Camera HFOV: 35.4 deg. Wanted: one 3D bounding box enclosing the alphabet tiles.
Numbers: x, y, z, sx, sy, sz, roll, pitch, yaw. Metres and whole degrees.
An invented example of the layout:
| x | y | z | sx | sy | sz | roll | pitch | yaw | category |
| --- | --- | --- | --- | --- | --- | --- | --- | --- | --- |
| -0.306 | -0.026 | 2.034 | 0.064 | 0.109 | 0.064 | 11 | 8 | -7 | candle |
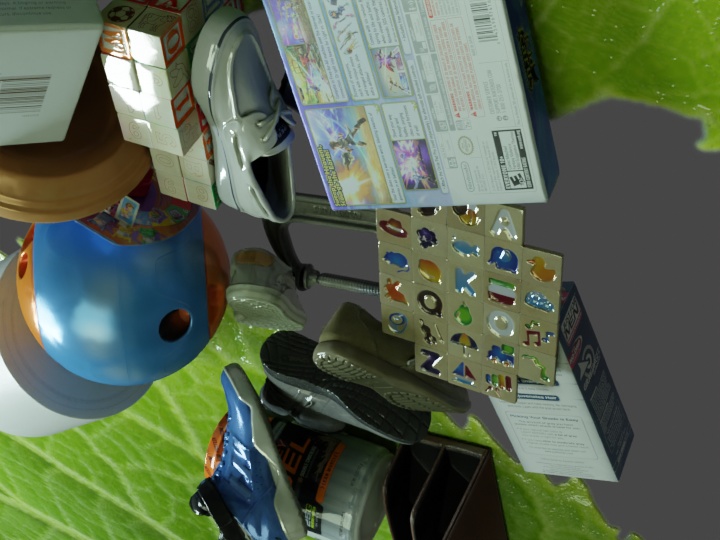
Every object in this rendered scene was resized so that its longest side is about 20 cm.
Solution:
| x | y | z | sx | sy | sz | roll | pitch | yaw | category |
| --- | --- | --- | --- | --- | --- | --- | --- | --- | --- |
| 0.088 | 0.021 | 0.943 | 0.165 | 0.006 | 0.201 | 16 | 130 | 26 | alphabet tiles |

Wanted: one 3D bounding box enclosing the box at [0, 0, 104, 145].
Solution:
| x | y | z | sx | sy | sz | roll | pitch | yaw | category |
| --- | --- | --- | --- | --- | --- | --- | --- | --- | --- |
| -0.285 | -0.218 | 0.855 | 0.152 | 0.106 | 0.201 | -49 | 57 | 53 | box |

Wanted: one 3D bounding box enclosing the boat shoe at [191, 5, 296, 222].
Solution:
| x | y | z | sx | sy | sz | roll | pitch | yaw | category |
| --- | --- | --- | --- | --- | --- | --- | --- | --- | --- |
| -0.084 | -0.116 | 0.896 | 0.065 | 0.072 | 0.201 | 26 | 140 | 23 | boat shoe |

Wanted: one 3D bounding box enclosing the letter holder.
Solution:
| x | y | z | sx | sy | sz | roll | pitch | yaw | category |
| --- | --- | --- | --- | --- | --- | --- | --- | --- | --- |
| 0.085 | 0.299 | 1.235 | 0.100 | 0.143 | 0.201 | 10 | 139 | 25 | letter holder |

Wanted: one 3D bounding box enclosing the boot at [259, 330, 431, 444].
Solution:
| x | y | z | sx | sy | sz | roll | pitch | yaw | category |
| --- | --- | --- | --- | --- | --- | --- | --- | --- | --- |
| -0.017 | 0.141 | 1.203 | 0.199 | 0.070 | 0.132 | 28 | 152 | 14 | boot |

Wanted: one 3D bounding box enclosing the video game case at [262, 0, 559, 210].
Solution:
| x | y | z | sx | sy | sz | roll | pitch | yaw | category |
| --- | --- | --- | --- | --- | --- | --- | --- | --- | --- |
| 0.037 | -0.141 | 0.820 | 0.180 | 0.046 | 0.201 | -1 | 125 | 26 | video game case |

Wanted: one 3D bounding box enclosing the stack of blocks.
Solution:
| x | y | z | sx | sy | sz | roll | pitch | yaw | category |
| --- | --- | --- | --- | --- | --- | --- | --- | --- | --- |
| -0.141 | -0.146 | 0.912 | 0.058 | 0.116 | 0.201 | 18 | 142 | 18 | stack of blocks |

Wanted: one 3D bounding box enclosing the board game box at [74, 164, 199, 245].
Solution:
| x | y | z | sx | sy | sz | roll | pitch | yaw | category |
| --- | --- | --- | --- | --- | --- | --- | --- | --- | --- |
| -0.229 | -0.106 | 0.998 | 0.199 | 0.158 | 0.039 | 31 | 126 | 1 | board game box |

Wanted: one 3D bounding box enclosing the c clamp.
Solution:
| x | y | z | sx | sy | sz | roll | pitch | yaw | category |
| --- | --- | --- | --- | --- | --- | --- | --- | --- | --- |
| 0.000 | 0.000 | 1.051 | 0.198 | 0.027 | 0.172 | 14 | 140 | 21 | c clamp |

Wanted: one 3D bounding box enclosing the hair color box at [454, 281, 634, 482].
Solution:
| x | y | z | sx | sy | sz | roll | pitch | yaw | category |
| --- | --- | --- | --- | --- | --- | --- | --- | --- | --- |
| 0.170 | 0.101 | 1.018 | 0.099 | 0.061 | 0.201 | 0 | 133 | 35 | hair color box |

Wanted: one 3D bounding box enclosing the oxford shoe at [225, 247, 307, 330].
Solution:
| x | y | z | sx | sy | sz | roll | pitch | yaw | category |
| --- | --- | --- | --- | --- | --- | --- | --- | --- | --- |
| -0.090 | 0.022 | 1.092 | 0.074 | 0.058 | 0.200 | 2 | 166 | 3 | oxford shoe |

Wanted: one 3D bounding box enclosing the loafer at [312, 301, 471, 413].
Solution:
| x | y | z | sx | sy | sz | roll | pitch | yaw | category |
| --- | --- | --- | --- | --- | --- | --- | --- | --- | --- |
| 0.040 | 0.086 | 1.070 | 0.076 | 0.068 | 0.199 | -2 | 158 | 42 | loafer |

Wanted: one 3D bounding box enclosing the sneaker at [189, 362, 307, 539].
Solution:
| x | y | z | sx | sy | sz | roll | pitch | yaw | category |
| --- | --- | --- | --- | --- | --- | --- | --- | --- | --- |
| -0.140 | 0.206 | 1.199 | 0.077 | 0.110 | 0.201 | 87 | 162 | -79 | sneaker |

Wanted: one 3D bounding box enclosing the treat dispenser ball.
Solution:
| x | y | z | sx | sy | sz | roll | pitch | yaw | category |
| --- | --- | --- | --- | --- | --- | --- | --- | --- | --- |
| -0.224 | 0.008 | 1.072 | 0.199 | 0.201 | 0.202 | 19 | 142 | 16 | treat dispenser ball |

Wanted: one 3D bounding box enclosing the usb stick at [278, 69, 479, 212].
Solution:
| x | y | z | sx | sy | sz | roll | pitch | yaw | category |
| --- | --- | --- | --- | --- | --- | --- | --- | --- | --- |
| 0.023 | -0.106 | 0.910 | 0.199 | 0.033 | 0.056 | 32 | 142 | -1 | usb stick |

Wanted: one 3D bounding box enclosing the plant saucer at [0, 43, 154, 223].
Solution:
| x | y | z | sx | sy | sz | roll | pitch | yaw | category |
| --- | --- | --- | --- | --- | --- | --- | --- | --- | --- |
| -0.265 | -0.135 | 0.938 | 0.199 | 0.201 | 0.038 | 31 | 149 | 0 | plant saucer |

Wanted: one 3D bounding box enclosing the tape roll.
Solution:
| x | y | z | sx | sy | sz | roll | pitch | yaw | category |
| --- | --- | --- | --- | --- | --- | --- | --- | --- | --- |
| -0.328 | 0.070 | 1.218 | 0.203 | 0.203 | 0.139 | 46 | 141 | -19 | tape roll |

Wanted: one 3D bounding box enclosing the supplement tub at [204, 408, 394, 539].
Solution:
| x | y | z | sx | sy | sz | roll | pitch | yaw | category |
| --- | --- | --- | --- | --- | --- | --- | --- | --- | --- |
| -0.069 | 0.231 | 1.283 | 0.198 | 0.123 | 0.123 | 16 | 141 | 19 | supplement tub |
